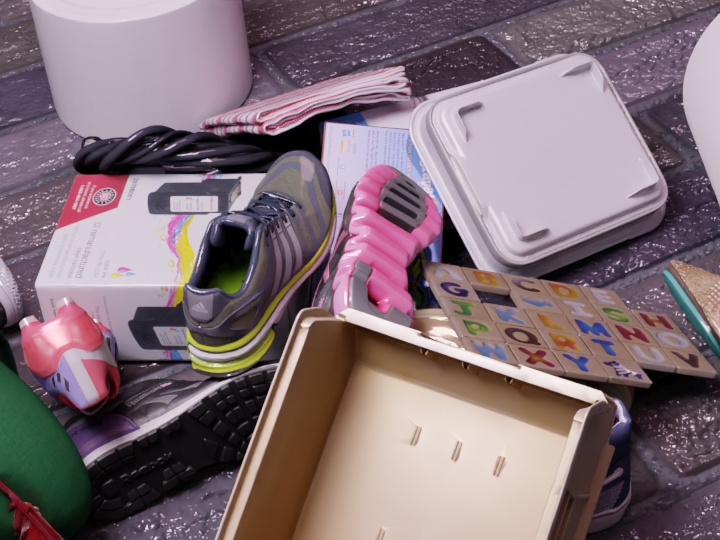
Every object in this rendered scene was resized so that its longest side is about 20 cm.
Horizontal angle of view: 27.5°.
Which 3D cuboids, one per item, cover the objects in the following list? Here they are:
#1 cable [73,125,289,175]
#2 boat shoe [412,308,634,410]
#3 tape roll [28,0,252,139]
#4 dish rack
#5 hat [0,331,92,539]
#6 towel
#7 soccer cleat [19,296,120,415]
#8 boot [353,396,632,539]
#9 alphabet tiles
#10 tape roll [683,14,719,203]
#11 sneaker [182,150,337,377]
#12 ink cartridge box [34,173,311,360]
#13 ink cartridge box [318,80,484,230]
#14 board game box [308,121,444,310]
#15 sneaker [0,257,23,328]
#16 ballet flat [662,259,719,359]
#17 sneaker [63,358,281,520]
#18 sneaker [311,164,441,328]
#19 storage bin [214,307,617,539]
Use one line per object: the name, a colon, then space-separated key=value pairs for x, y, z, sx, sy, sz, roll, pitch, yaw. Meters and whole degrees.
cable: x=-0.144 y=-0.100 z=1.263 sx=0.198 sy=0.051 sz=0.163 roll=3 pitch=-5 yaw=-8
boat shoe: x=0.094 y=0.081 z=1.060 sx=0.198 sy=0.072 sz=0.065 roll=12 pitch=42 yaw=18
tape roll: x=-0.210 y=-0.234 z=1.418 sx=0.201 sy=0.140 sz=0.204 roll=-3 pitch=40 yaw=2
dish rack: x=0.154 y=-0.093 z=1.201 sx=0.199 sy=0.044 sz=0.173 roll=-21 pitch=79 yaw=-26
hat: x=-0.188 y=0.142 z=0.961 sx=0.175 sy=0.202 sz=0.166 roll=7 pitch=25 yaw=15
towel: x=-0.053 y=-0.145 z=1.318 sx=0.145 sy=0.030 sz=0.200 roll=-19 pitch=10 yaw=-19
soccer cleat: x=-0.201 y=0.073 z=1.054 sx=0.066 sy=0.200 sz=0.077 roll=-26 pitch=82 yaw=-10
boot: x=0.085 y=0.139 z=0.978 sx=0.198 sy=0.091 sz=0.073 roll=-14 pitch=41 yaw=-10
alphabet tiles: x=0.154 y=0.041 z=1.076 sx=0.198 sy=0.008 sz=0.167 roll=9 pitch=21 yaw=-15
tape roll: x=0.365 y=-0.115 z=1.147 sx=0.201 sy=0.204 sz=0.140 roll=-5 pitch=39 yaw=1
sneaker: x=-0.072 y=-0.020 z=1.066 sx=0.073 sy=0.081 sz=0.201 roll=9 pitch=50 yaw=17
ink cartridge box: x=-0.141 y=-0.005 z=1.183 sx=0.198 sy=0.083 sz=0.146 roll=-1 pitch=40 yaw=7
ink cartridge box: x=0.076 y=-0.098 z=1.277 sx=0.198 sy=0.068 sz=0.116 roll=-16 pitch=41 yaw=-12
board game box: x=0.014 y=-0.025 z=1.167 sx=0.102 sy=0.019 sz=0.202 roll=5 pitch=63 yaw=0
sneaker: x=-0.374 y=0.001 z=1.210 sx=0.115 sy=0.076 sz=0.200 roll=-30 pitch=49 yaw=-30
ballet flat: x=0.287 y=0.057 z=1.064 sx=0.065 sy=0.071 sz=0.201 roll=-31 pitch=49 yaw=10
sneaker: x=-0.126 y=0.098 z=1.070 sx=0.199 sy=0.076 sz=0.088 roll=-21 pitch=36 yaw=-17
sneaker: x=0.000 y=0.000 z=1.101 sx=0.079 sy=0.095 sz=0.201 roll=35 pitch=39 yaw=-12
storage bin: x=0.035 y=0.141 z=0.907 sx=0.199 sy=0.094 sz=0.200 roll=17 pitch=84 yaw=26
